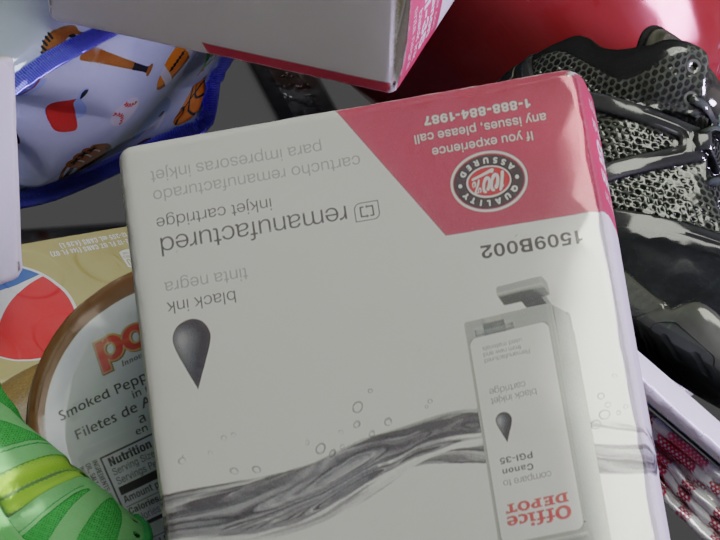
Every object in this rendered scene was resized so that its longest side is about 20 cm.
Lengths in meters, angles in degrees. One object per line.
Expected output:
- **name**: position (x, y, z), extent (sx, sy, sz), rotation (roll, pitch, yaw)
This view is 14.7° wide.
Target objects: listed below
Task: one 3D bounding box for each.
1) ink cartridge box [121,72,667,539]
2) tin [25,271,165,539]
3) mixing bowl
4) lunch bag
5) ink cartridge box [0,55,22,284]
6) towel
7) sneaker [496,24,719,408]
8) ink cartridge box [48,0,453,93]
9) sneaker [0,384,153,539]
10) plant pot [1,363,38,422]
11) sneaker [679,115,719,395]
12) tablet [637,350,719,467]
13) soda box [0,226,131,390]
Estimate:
- **ink cartridge box**: position (0.015, 0.057, 0.838), extent (0.146, 0.083, 0.201), rotation (-10, 71, 2)
- **tin**: position (-0.036, 0.089, 0.904), extent (0.111, 0.042, 0.201), rotation (-24, 71, -7)
- **mixing bowl**: position (0.093, -0.105, 1.207), extent (0.109, 0.200, 0.200), rotation (54, 44, -4)
- **lunch bag**: position (-0.161, -0.110, 1.131), extent (0.170, 0.124, 0.200), rotation (38, 36, 16)
- **ink cartridge box**: position (-0.238, -0.033, 0.961), extent (0.199, 0.085, 0.146), rotation (9, 19, 30)
- **towel**: position (0.104, 0.067, 1.058), extent (0.200, 0.030, 0.146), rotation (40, 2, 15)
- **sneaker**: position (0.129, -0.022, 1.078), extent (0.199, 0.076, 0.114), rotation (39, 83, 23)
- **ink cartridge box**: position (-0.018, -0.164, 1.084), extent (0.146, 0.083, 0.200), rotation (13, 37, 15)
- **sneaker**: position (-0.111, 0.085, 0.865), extent (0.083, 0.074, 0.201), rotation (11, 43, -36)
- **plant pot**: position (-0.057, 0.111, 0.957), extent (0.199, 0.027, 0.201), rotation (14, 56, -22)
- **sneaker**: position (0.132, -0.010, 1.195), extent (0.082, 0.074, 0.200), rotation (23, 31, 13)
- **tablet**: position (0.117, 0.051, 1.037), extent (0.200, 0.014, 0.130), rotation (39, 2, -31)
- **soda box**: position (-0.162, 0.042, 1.007), extent (0.199, 0.064, 0.068), rotation (-10, 50, -33)
